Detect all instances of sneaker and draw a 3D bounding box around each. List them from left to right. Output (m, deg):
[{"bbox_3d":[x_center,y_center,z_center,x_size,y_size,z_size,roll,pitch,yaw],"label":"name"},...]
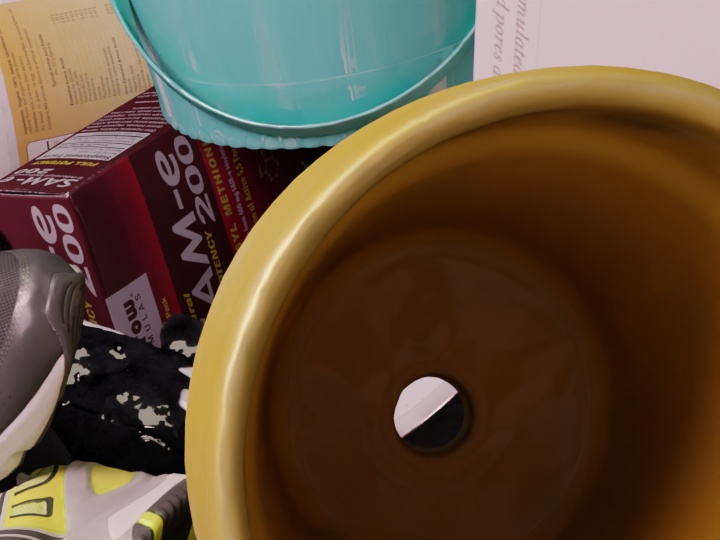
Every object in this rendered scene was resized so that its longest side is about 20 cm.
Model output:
[{"bbox_3d":[-0.175,0.036,0.722,0.199,0.084,0.075,-22,50,35],"label":"sneaker"},{"bbox_3d":[-0.116,0.117,0.660,0.076,0.076,0.200,9,18,21],"label":"sneaker"}]

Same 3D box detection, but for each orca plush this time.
[{"bbox_3d":[-0.121,0.032,0.861,0.105,0.071,0.200,-39,44,-2],"label":"orca plush"}]

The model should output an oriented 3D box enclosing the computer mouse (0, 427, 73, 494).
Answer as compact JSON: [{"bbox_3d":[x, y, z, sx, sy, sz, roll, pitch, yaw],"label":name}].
[{"bbox_3d":[-0.171,0.064,0.799,0.139,0.053,0.200,-48,52,9],"label":"computer mouse"}]

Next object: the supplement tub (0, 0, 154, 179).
[{"bbox_3d":[-0.160,-0.090,1.132,0.198,0.146,0.144,-13,18,-21],"label":"supplement tub"}]

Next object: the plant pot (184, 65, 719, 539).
[{"bbox_3d":[0.042,0.047,0.630,0.199,0.202,0.189,-21,5,-11],"label":"plant pot"}]

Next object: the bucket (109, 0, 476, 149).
[{"bbox_3d":[-0.016,-0.148,0.936,0.205,0.136,0.208,-10,25,5],"label":"bucket"}]

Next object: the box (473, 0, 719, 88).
[{"bbox_3d":[0.150,-0.061,0.707,0.199,0.200,0.130,28,43,33],"label":"box"}]

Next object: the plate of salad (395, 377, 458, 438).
[{"bbox_3d":[0.000,0.000,0.873,0.199,0.048,0.201,-31,33,23],"label":"plate of salad"}]

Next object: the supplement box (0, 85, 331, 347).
[{"bbox_3d":[-0.074,-0.031,1.007,0.061,0.110,0.200,3,29,40],"label":"supplement box"}]
